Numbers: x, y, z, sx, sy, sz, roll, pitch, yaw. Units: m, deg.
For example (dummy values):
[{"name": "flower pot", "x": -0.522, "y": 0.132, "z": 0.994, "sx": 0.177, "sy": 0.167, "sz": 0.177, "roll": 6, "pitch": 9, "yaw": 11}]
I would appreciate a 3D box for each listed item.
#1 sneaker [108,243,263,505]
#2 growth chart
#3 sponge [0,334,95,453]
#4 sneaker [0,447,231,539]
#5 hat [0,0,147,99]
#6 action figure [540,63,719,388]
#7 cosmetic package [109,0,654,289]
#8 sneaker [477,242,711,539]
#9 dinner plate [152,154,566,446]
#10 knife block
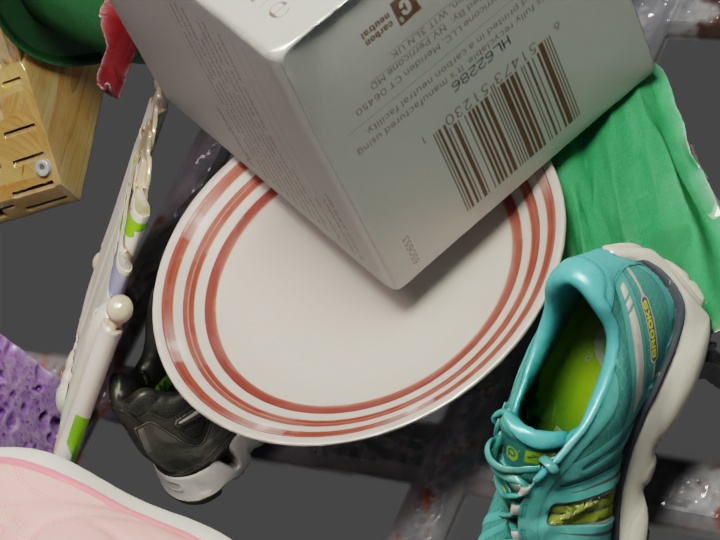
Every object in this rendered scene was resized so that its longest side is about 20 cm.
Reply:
[{"name": "sneaker", "x": -0.051, "y": 0.012, "z": 1.281, "sx": 0.066, "sy": 0.090, "sz": 0.201, "roll": 27, "pitch": 78, "yaw": 45}, {"name": "growth chart", "x": -0.123, "y": 0.000, "z": 1.321, "sx": 0.201, "sy": 0.018, "sz": 0.145, "roll": -85, "pitch": 15, "yaw": -51}, {"name": "sponge", "x": -0.232, "y": 0.118, "z": 1.329, "sx": 0.030, "sy": 0.112, "sz": 0.200, "roll": 30, "pitch": 80, "yaw": 45}, {"name": "sneaker", "x": -0.154, "y": 0.142, "z": 1.231, "sx": 0.199, "sy": 0.076, "sz": 0.104, "roll": 14, "pitch": 27, "yaw": 32}, {"name": "hat", "x": -0.086, "y": -0.137, "z": 1.387, "sx": 0.200, "sy": 0.166, "sz": 0.176, "roll": -37, "pitch": 53, "yaw": -19}, {"name": "action figure", "x": 0.123, "y": -0.027, "z": 1.200, "sx": 0.118, "sy": 0.055, "sz": 0.201, "roll": -27, "pitch": 50, "yaw": 23}, {"name": "cosmetic package", "x": -0.006, "y": -0.136, "z": 1.198, "sx": 0.167, "sy": 0.167, "sz": 0.200, "roll": -41, "pitch": 48, "yaw": -11}, {"name": "sneaker", "x": 0.077, "y": 0.083, "z": 1.107, "sx": 0.077, "sy": 0.079, "sz": 0.201, "roll": 22, "pitch": 100, "yaw": 38}, {"name": "dinner plate", "x": 0.000, "y": 0.000, "z": 1.213, "sx": 0.199, "sy": 0.024, "sz": 0.201, "roll": -11, "pitch": 50, "yaw": 14}, {"name": "knife block", "x": -0.176, "y": -0.144, "z": 1.532, "sx": 0.064, "sy": 0.175, "sz": 0.201, "roll": -14, "pitch": 96, "yaw": 31}]
